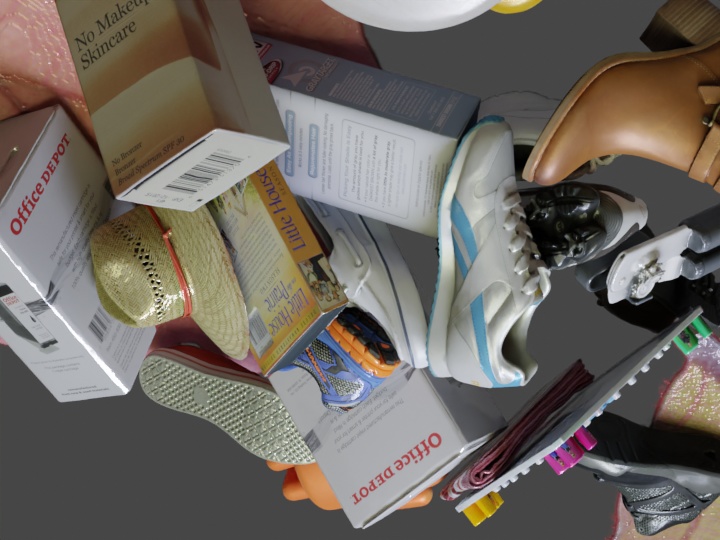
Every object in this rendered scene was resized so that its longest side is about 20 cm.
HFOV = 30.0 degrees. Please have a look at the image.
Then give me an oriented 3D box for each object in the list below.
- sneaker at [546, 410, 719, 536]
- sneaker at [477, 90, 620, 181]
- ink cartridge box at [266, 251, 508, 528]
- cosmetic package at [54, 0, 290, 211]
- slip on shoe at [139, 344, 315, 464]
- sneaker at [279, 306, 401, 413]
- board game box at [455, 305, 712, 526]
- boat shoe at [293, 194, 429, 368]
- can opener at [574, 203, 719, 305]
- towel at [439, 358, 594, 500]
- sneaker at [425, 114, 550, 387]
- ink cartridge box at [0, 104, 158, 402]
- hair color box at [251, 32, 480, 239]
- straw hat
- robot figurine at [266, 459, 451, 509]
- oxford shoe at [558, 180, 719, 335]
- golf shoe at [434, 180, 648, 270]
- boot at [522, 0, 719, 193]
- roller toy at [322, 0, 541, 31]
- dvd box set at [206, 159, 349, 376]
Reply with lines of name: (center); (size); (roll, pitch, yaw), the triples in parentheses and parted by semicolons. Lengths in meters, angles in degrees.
sneaker: (0.263, 0.205, 1.327); (0.196, 0.077, 0.115); (13, 127, -15)
sneaker: (0.178, -0.105, 1.037); (0.197, 0.088, 0.075); (-16, 123, 17)
ink cartridge box: (0.011, 0.097, 1.161); (0.146, 0.201, 0.082); (-41, 164, 31)
cosmetic package: (-0.138, -0.155, 0.932); (0.103, 0.202, 0.087); (-31, 160, 28)
slip on shoe: (-0.111, 0.119, 1.250); (0.198, 0.061, 0.075); (21, 113, 19)
sneaker: (-0.059, 0.041, 1.103); (0.075, 0.200, 0.079); (7, 119, -57)
board game box: (0.188, 0.127, 1.134); (0.026, 0.199, 0.200); (50, 149, 7)
boat shoe: (0.000, 0.000, 1.075); (0.065, 0.202, 0.074); (-22, 146, -6)
can opener: (0.264, -0.028, 1.076); (0.198, 0.067, 0.053); (-19, 137, -25)
towel: (0.135, 0.151, 1.201); (0.023, 0.144, 0.200); (46, 168, 7)
sneaker: (0.101, -0.013, 0.991); (0.080, 0.076, 0.203); (10, 108, 25)
ink cartridge box: (-0.251, -0.012, 1.117); (0.082, 0.148, 0.201); (-9, 132, 29)
hair color box: (-0.013, -0.105, 1.033); (0.197, 0.061, 0.100); (18, 135, 14)
straw hat: (-0.172, -0.003, 1.073); (0.084, 0.201, 0.203); (-24, 137, -21)
robot figurine: (0.009, 0.159, 1.279); (0.197, 0.146, 0.116); (-16, 169, 19)
oxford shoe: (0.221, 0.001, 1.147); (0.199, 0.073, 0.084); (39, 137, -22)
golf shoe: (0.140, -0.030, 1.065); (0.093, 0.079, 0.199); (-9, -174, -37)
boot: (0.227, -0.091, 0.960); (0.155, 0.199, 0.077); (47, 163, 10)
roller toy: (0.033, -0.256, 0.872); (0.179, 0.141, 0.202); (-6, 133, 11)
dvd box set: (-0.088, -0.033, 1.021); (0.029, 0.202, 0.146); (-23, 168, -28)
